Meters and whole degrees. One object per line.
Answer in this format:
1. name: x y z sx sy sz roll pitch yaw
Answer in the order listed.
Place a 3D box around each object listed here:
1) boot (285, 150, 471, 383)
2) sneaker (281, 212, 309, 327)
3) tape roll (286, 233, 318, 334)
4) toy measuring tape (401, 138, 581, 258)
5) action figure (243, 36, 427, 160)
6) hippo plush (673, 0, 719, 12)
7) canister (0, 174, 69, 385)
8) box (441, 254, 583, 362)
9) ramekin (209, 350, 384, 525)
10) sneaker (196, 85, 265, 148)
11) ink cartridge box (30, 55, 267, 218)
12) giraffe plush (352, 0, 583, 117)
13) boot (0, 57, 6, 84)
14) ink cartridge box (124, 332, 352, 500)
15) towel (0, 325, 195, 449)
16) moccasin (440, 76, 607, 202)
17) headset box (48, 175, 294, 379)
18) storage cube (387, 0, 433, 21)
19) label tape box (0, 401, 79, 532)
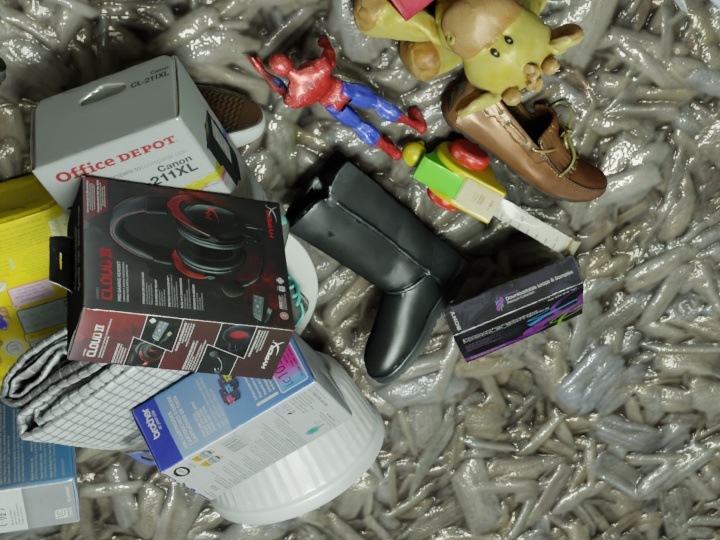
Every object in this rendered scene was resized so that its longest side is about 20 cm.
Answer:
1. boot: 0.000 -0.001 1.522 0.200 0.066 0.165 38 79 -36
2. sneaker: -0.092 0.019 1.500 0.091 0.078 0.200 3 133 -21
3. tape roll: -0.144 0.018 1.548 0.202 0.037 0.203 -6 125 -9
4. toy measuring tape: 0.132 -0.079 1.511 0.200 0.074 0.074 28 116 -4
5. action figure: -0.030 -0.178 1.430 0.065 0.099 0.200 -47 144 16
6. hippo plush: 0.241 -0.337 1.311 0.159 0.200 0.161 -1 120 -39
7. canister: -0.324 0.015 1.471 0.148 0.087 0.200 -16 125 -3
8. box: 0.163 0.043 1.570 0.143 0.036 0.200 -23 166 4
9. ramekin: -0.084 0.166 1.576 0.202 0.202 0.094 -24 116 3
10. sneaker: -0.189 -0.121 1.429 0.199 0.073 0.085 -7 142 -5
11. ink cartridge box: -0.187 -0.080 1.355 0.145 0.083 0.200 -18 140 12
12. giraffe plush: 0.109 -0.219 1.364 0.200 0.162 0.173 18 118 -24
13. boot: -0.414 -0.113 1.370 0.164 0.066 0.200 8 119 -9
14. ink cartridge box: -0.123 0.144 1.426 0.200 0.076 0.136 -32 155 2
15. towel: -0.215 0.085 1.406 0.200 0.086 0.166 -35 157 12
16. moccasin: 0.175 -0.136 1.502 0.201 0.074 0.078 35 119 -21
17. headset box: -0.166 0.006 1.279 0.199 0.149 0.075 8 138 -18
18. storage cube: 0.037 -0.350 1.240 0.180 0.200 0.171 -37 124 5
19. label tape box: -0.395 0.204 1.550 0.199 0.143 0.066 -8 126 -8
